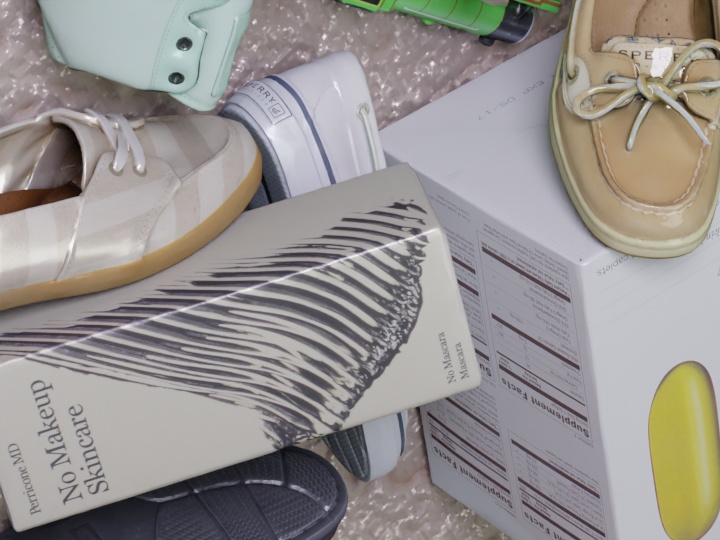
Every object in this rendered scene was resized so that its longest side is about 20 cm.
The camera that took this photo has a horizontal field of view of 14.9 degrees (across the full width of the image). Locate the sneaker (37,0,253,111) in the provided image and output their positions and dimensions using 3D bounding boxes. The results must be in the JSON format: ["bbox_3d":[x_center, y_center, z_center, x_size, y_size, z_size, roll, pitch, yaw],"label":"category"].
[{"bbox_3d":[-0.031,-0.122,1.050,0.199,0.074,0.119,1,122,8],"label":"sneaker"}]

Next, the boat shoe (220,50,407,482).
[{"bbox_3d":[0.000,0.000,1.189,0.067,0.073,0.201,-29,128,-21],"label":"boat shoe"}]

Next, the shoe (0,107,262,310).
[{"bbox_3d":[-0.125,-0.025,1.076,0.199,0.070,0.054,-22,134,-26],"label":"shoe"}]

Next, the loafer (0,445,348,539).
[{"bbox_3d":[-0.100,0.132,1.195,0.199,0.072,0.063,-18,143,-25],"label":"loafer"}]

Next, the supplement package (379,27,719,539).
[{"bbox_3d":[0.119,0.017,1.243,0.151,0.150,0.201,-30,129,-25],"label":"supplement package"}]

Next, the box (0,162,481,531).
[{"bbox_3d":[-0.058,0.030,1.108,0.199,0.068,0.083,-19,119,-3],"label":"box"}]

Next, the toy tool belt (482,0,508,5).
[{"bbox_3d":[0.040,-0.207,1.076,0.123,0.124,0.200,-55,135,-19],"label":"toy tool belt"}]

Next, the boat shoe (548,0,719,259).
[{"bbox_3d":[0.116,-0.100,1.136,0.073,0.201,0.063,2,150,-5],"label":"boat shoe"}]

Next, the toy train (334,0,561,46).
[{"bbox_3d":[0.014,-0.135,1.155,0.199,0.042,0.057,13,114,-43],"label":"toy train"}]
